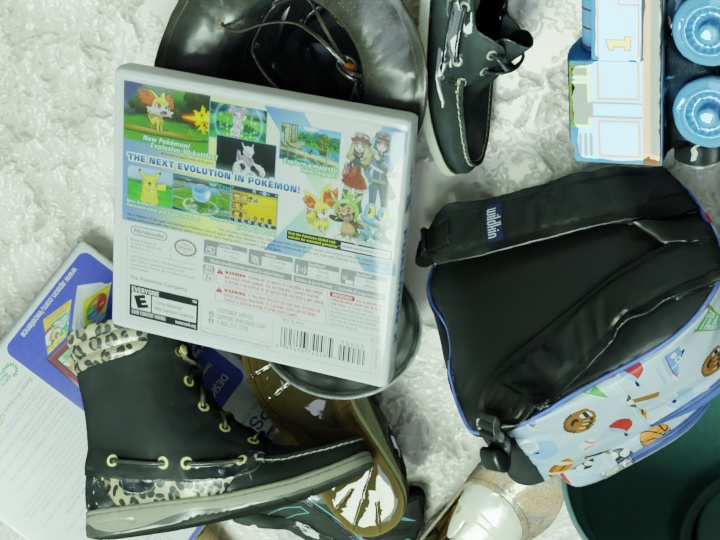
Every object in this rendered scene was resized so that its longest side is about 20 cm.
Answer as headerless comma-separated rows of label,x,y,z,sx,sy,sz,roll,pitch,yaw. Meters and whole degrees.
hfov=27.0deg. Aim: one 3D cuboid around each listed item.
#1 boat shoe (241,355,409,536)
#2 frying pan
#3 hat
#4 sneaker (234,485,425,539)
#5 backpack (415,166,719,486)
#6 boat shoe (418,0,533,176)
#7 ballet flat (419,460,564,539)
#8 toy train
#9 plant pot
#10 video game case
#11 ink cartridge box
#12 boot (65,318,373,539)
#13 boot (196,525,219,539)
boat shoe,-0.026,0.099,1.095,0.073,0.065,0.200,-26,84,11
frying pan,-0.017,0.002,1.014,0.115,0.031,0.190,-2,115,6
hat,-0.036,-0.128,0.980,0.200,0.081,0.201,9,113,21
sneaker,-0.045,0.164,1.148,0.200,0.075,0.079,25,104,-6
backpack,0.155,0.033,0.966,0.190,0.200,0.154,-32,136,19
boat shoe,0.077,-0.154,0.950,0.066,0.074,0.200,6,108,23
ballet flat,0.085,0.187,1.076,0.068,0.067,0.200,42,145,10
toy train,0.183,-0.157,0.920,0.114,0.087,0.200,3,117,18
plant pot,0.252,0.152,1.011,0.200,0.200,0.134,-17,137,20
video game case,-0.067,-0.029,0.967,0.200,0.022,0.183,12,115,17
ink cartridge box,-0.187,0.116,1.102,0.200,0.047,0.198,39,78,-8
boot,-0.103,0.096,1.043,0.203,0.073,0.154,-13,78,2
boot,-0.166,0.300,1.232,0.201,0.071,0.144,-24,106,17
